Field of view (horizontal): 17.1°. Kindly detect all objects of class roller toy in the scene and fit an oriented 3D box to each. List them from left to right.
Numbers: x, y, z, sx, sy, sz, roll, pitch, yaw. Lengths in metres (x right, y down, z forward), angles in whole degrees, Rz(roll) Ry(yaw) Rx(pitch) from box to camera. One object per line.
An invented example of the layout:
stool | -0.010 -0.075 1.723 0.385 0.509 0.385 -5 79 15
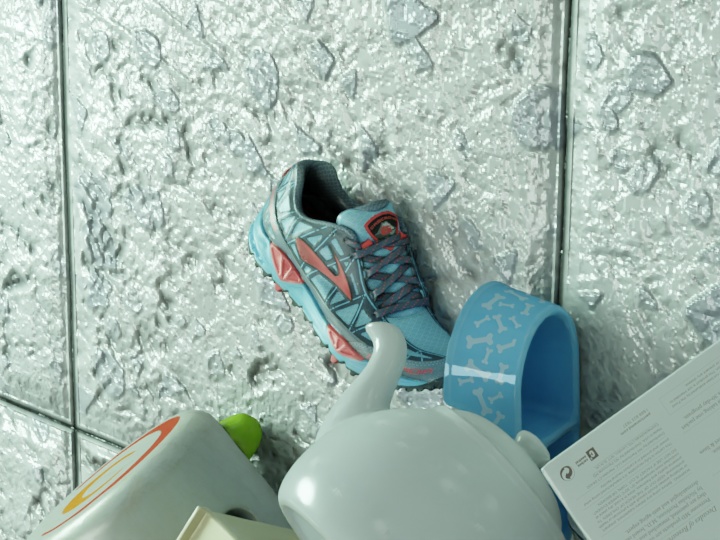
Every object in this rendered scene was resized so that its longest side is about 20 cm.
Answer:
roller toy | -0.146 0.208 1.759 0.200 0.182 0.140 -36 97 19

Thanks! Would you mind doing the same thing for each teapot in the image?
teapot | 0.059 0.156 1.444 0.200 0.146 0.197 56 168 -26

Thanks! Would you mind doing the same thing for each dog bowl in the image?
dog bowl | 0.102 0.107 1.551 0.049 0.111 0.201 7 108 30

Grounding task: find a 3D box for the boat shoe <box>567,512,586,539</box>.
boat shoe | 0.212 0.201 1.509 0.200 0.072 0.062 39 152 34

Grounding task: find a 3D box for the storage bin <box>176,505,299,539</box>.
storage bin | -0.070 0.279 1.658 0.094 0.200 0.199 41 104 39

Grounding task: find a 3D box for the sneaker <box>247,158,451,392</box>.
sneaker | 0.000 0.000 1.635 0.200 0.079 0.096 43 127 26

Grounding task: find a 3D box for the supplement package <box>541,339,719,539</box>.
supplement package | 0.231 0.156 1.365 0.152 0.151 0.200 -36 74 9
